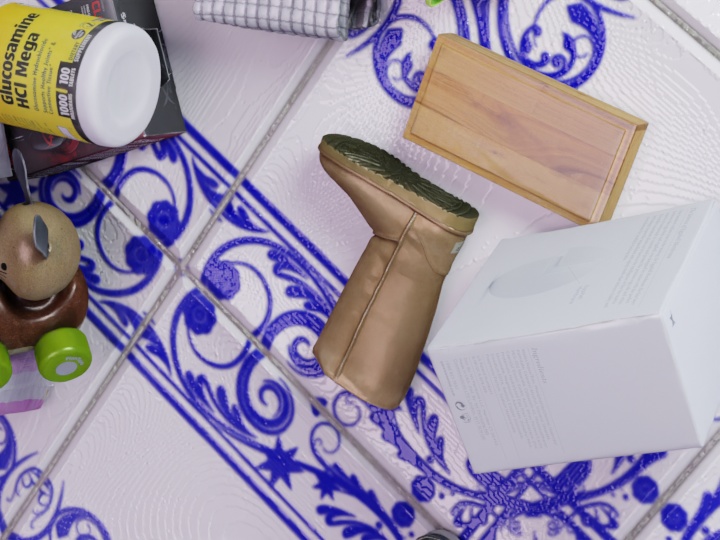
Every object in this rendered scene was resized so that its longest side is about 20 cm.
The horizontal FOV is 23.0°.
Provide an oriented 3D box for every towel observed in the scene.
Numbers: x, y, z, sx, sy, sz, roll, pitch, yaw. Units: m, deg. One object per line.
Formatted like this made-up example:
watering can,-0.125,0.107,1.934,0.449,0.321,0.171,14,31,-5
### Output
towel,-0.056,-0.312,1.586,0.164,0.085,0.203,8,100,26

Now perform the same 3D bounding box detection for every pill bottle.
pill bottle,-0.293,-0.185,1.627,0.198,0.112,0.114,13,104,27

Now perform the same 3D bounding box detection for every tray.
tray,0.140,-0.121,1.533,0.199,0.037,0.100,28,110,22

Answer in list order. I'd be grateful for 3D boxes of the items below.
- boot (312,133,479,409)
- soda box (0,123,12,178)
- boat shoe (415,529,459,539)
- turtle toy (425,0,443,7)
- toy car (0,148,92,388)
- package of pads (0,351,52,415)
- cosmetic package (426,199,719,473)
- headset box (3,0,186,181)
boot,0.000,0.000,1.611,0.174,0.066,0.202,33,113,21
soda box,-0.423,-0.118,1.776,0.199,0.068,0.064,2,103,54
boat shoe,0.052,0.341,1.634,0.072,0.062,0.202,14,104,26
turtle toy,0.078,-0.323,1.490,0.101,0.145,0.202,28,111,45
toy car,-0.330,-0.011,1.685,0.201,0.156,0.165,110,145,-49
package of pads,-0.419,0.078,1.817,0.199,0.120,0.076,28,100,22
cosmetic package,0.190,0.053,1.424,0.198,0.200,0.124,-12,112,30
headset box,-0.266,-0.184,1.721,0.198,0.075,0.150,-13,91,30
